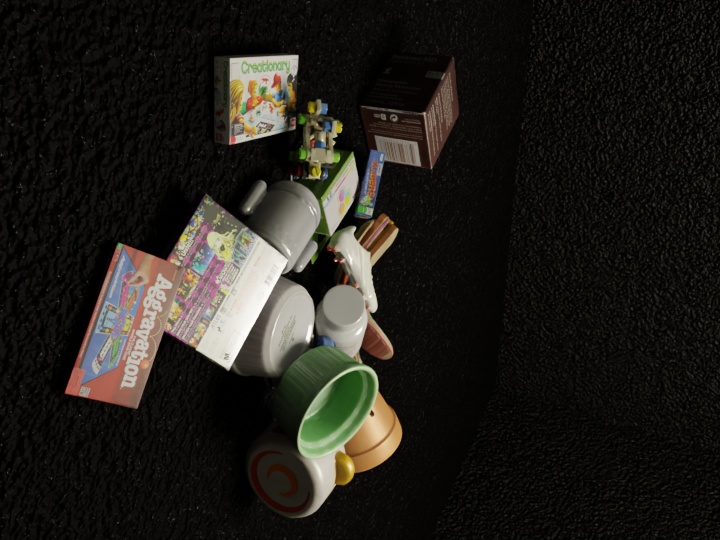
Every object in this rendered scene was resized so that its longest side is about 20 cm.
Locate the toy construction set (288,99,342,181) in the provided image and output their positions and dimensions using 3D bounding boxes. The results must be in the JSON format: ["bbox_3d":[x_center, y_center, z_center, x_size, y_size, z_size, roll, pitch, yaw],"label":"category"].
[{"bbox_3d":[-0.085,-0.229,1.203,0.200,0.090,0.134,-127,-140,-82],"label":"toy construction set"}]

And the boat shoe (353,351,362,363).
[{"bbox_3d":[-0.039,0.214,1.611,0.074,0.074,0.204,-34,124,-63],"label":"boat shoe"}]

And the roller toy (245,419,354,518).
[{"bbox_3d":[-0.126,0.383,1.346,0.184,0.199,0.140,54,32,-1],"label":"roller toy"}]

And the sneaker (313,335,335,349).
[{"bbox_3d":[-0.060,0.187,1.378,0.200,0.077,0.071,116,-19,-66],"label":"sneaker"}]

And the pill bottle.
[{"bbox_3d":[-0.043,0.111,1.418,0.201,0.113,0.116,103,11,-64],"label":"pill bottle"}]

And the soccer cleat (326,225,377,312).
[{"bbox_3d":[0.000,0.000,1.417,0.077,0.069,0.202,-37,117,-21],"label":"soccer cleat"}]

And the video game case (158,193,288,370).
[{"bbox_3d":[-0.221,0.020,0.998,0.181,0.036,0.202,39,70,-37],"label":"video game case"}]

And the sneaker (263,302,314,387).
[{"bbox_3d":[-0.125,0.150,1.361,0.076,0.079,0.203,51,54,-60],"label":"sneaker"}]

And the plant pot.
[{"bbox_3d":[-0.017,0.330,1.497,0.200,0.197,0.142,-48,128,-50],"label":"plant pot"}]

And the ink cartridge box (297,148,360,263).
[{"bbox_3d":[-0.059,-0.126,1.371,0.149,0.075,0.202,-60,151,-35],"label":"ink cartridge box"}]

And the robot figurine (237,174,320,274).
[{"bbox_3d":[-0.141,-0.075,1.156,0.170,0.112,0.201,51,51,-31],"label":"robot figurine"}]

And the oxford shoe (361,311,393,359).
[{"bbox_3d":[0.012,0.120,1.563,0.201,0.070,0.074,50,35,-8],"label":"oxford shoe"}]

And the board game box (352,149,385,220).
[{"bbox_3d":[0.016,-0.183,1.467,0.200,0.034,0.138,-136,-121,-86],"label":"board game box"}]

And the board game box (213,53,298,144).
[{"bbox_3d":[-0.167,-0.284,1.083,0.200,0.034,0.128,-36,135,-58],"label":"board game box"}]

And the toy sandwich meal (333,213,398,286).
[{"bbox_3d":[0.012,-0.032,1.525,0.207,0.070,0.205,-58,172,-12],"label":"toy sandwich meal"}]

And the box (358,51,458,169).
[{"bbox_3d":[0.117,-0.372,1.540,0.202,0.164,0.165,-63,153,-30],"label":"box"}]

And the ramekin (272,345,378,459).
[{"bbox_3d":[-0.070,0.239,1.244,0.199,0.097,0.202,-30,137,-32],"label":"ramekin"}]

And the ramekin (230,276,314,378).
[{"bbox_3d":[-0.162,0.105,1.230,0.202,0.093,0.205,-46,143,-51],"label":"ramekin"}]

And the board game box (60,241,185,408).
[{"bbox_3d":[-0.314,0.075,0.891,0.102,0.019,0.203,24,79,-40],"label":"board game box"}]
